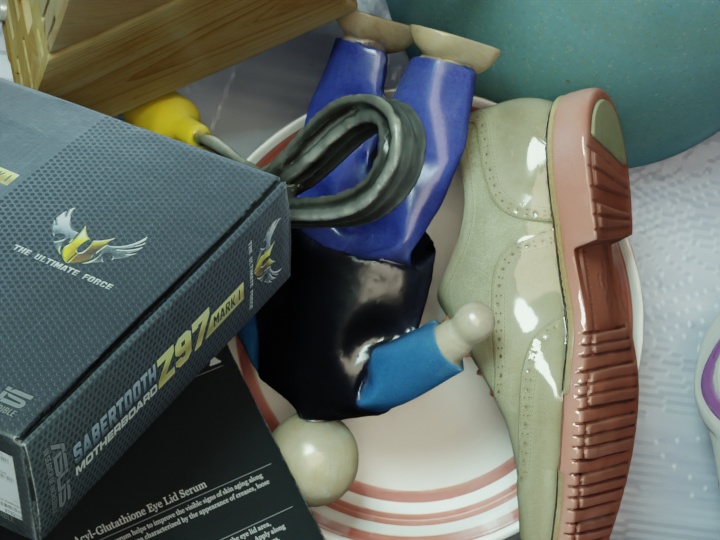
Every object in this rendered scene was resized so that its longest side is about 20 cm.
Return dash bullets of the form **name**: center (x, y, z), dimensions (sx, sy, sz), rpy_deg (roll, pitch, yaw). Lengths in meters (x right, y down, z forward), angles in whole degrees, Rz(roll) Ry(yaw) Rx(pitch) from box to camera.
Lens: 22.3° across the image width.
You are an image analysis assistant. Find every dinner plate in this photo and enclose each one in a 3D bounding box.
- **dinner plate**: center (0.022, 0.023, 0.789), dimensions (0.198, 0.024, 0.202), rpy_deg (0, 90, 1)

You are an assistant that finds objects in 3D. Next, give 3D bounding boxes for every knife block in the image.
- **knife block**: center (-0.042, -0.124, 0.716), dimensions (0.174, 0.200, 0.065), rpy_deg (-6, 70, -22)

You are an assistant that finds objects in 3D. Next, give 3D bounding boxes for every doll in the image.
- **doll**: center (0.000, 0.000, 0.740), dimensions (0.136, 0.048, 0.202), rpy_deg (20, 98, 33)

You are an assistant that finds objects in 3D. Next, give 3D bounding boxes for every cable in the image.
- **cable**: center (-0.056, -0.029, 0.721), dimensions (0.050, 0.199, 0.098), rpy_deg (18, 83, -34)

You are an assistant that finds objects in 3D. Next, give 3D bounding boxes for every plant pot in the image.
- **plant pot**: center (0.115, -0.150, 0.771), dimensions (0.198, 0.135, 0.202), rpy_deg (1, 86, -8)

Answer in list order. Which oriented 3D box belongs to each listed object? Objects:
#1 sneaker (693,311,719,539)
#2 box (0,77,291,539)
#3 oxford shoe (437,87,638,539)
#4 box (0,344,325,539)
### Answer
- **sneaker**: center (0.189, 0.092, 0.803), dimensions (0.074, 0.100, 0.202), rpy_deg (-2, 64, 24)
- **box**: center (-0.148, -0.004, 0.662), dimensions (0.199, 0.051, 0.158), rpy_deg (21, 44, 23)
- **oxford shoe**: center (0.071, 0.029, 0.750), dimensions (0.073, 0.071, 0.202), rpy_deg (-2, 84, 25)
- **box**: center (-0.117, 0.127, 0.700), dimensions (0.199, 0.079, 0.142), rpy_deg (-21, 80, -32)
